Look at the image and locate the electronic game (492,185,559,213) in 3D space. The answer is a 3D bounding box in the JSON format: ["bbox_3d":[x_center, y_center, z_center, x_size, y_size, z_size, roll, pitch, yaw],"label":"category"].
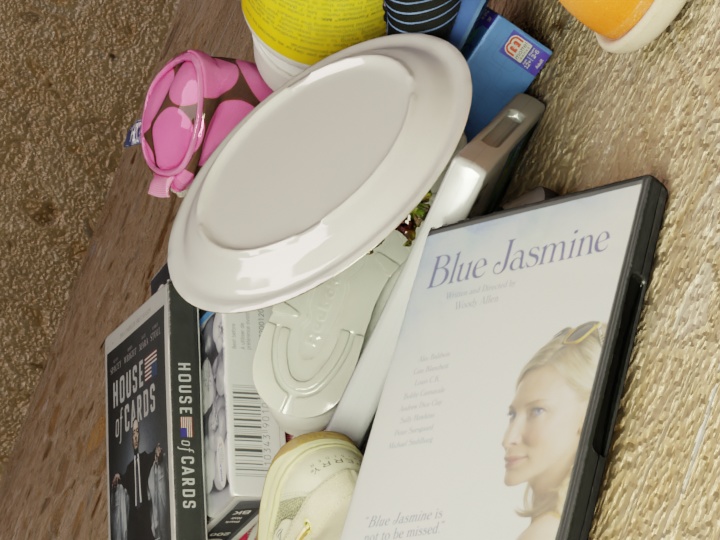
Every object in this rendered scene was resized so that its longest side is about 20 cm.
[{"bbox_3d":[0.058,0.051,1.297,0.200,0.041,0.201,-157,90,-85],"label":"electronic game"}]

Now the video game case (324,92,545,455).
[{"bbox_3d":[0.037,0.010,1.376,0.201,0.022,0.182,-66,-7,19],"label":"video game case"}]

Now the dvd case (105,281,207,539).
[{"bbox_3d":[-0.129,0.122,1.583,0.150,0.025,0.202,144,125,-64],"label":"dvd case"}]

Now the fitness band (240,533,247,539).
[{"bbox_3d":[-0.086,0.143,1.798,0.200,0.037,0.145,-151,82,-79],"label":"fitness band"}]

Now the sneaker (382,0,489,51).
[{"bbox_3d":[0.039,-0.170,1.400,0.070,0.078,0.200,-61,0,-33],"label":"sneaker"}]

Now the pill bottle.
[{"bbox_3d":[-0.016,-0.191,1.502,0.201,0.113,0.115,95,-174,-57],"label":"pill bottle"}]

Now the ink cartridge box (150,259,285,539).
[{"bbox_3d":[-0.099,0.081,1.605,0.200,0.043,0.200,131,139,-59],"label":"ink cartridge box"}]

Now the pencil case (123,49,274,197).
[{"bbox_3d":[-0.047,-0.079,1.630,0.091,0.199,0.095,-3,79,55],"label":"pencil case"}]

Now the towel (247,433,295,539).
[{"bbox_3d":[-0.032,0.165,1.482,0.201,0.030,0.147,-93,23,-43],"label":"towel"}]

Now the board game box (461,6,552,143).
[{"bbox_3d":[0.030,-0.072,1.533,0.201,0.045,0.152,-56,14,5],"label":"board game box"}]

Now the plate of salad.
[{"bbox_3d":[-0.019,-0.049,1.362,0.199,0.048,0.201,-27,34,20],"label":"plate of salad"}]

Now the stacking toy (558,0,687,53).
[{"bbox_3d":[0.080,-0.208,1.253,0.146,0.199,0.147,-159,90,-78],"label":"stacking toy"}]

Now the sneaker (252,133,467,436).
[{"bbox_3d":[0.000,0.000,1.435,0.201,0.076,0.081,-60,-16,-11],"label":"sneaker"}]

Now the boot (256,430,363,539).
[{"bbox_3d":[-0.005,0.201,1.250,0.155,0.072,0.202,-134,45,-60],"label":"boot"}]

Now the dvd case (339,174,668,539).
[{"bbox_3d":[0.064,0.053,1.162,0.142,0.018,0.201,-14,48,42],"label":"dvd case"}]
